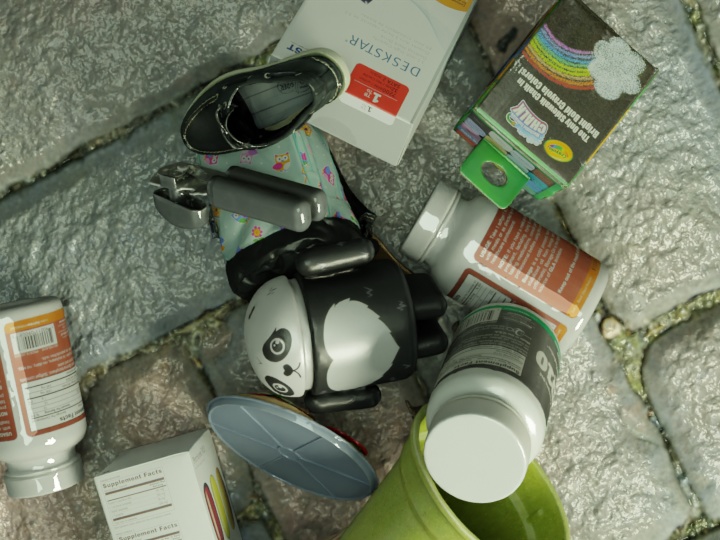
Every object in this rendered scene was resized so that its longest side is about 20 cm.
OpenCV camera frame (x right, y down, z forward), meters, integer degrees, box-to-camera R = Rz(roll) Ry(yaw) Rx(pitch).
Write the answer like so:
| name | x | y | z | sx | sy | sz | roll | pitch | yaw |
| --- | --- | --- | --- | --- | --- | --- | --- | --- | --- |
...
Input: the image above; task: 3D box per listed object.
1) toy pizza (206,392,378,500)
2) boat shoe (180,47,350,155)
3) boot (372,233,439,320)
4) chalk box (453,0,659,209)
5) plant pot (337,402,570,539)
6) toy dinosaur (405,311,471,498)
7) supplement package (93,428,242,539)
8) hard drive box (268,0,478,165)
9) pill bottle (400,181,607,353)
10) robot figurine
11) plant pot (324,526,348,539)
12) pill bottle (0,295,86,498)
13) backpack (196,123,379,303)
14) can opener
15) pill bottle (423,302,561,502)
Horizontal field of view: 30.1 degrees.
| name | x | y | z | sx | sy | sz | roll | pitch | yaw |
| --- | --- | --- | --- | --- | --- | --- | --- | --- | --- |
| toy pizza | -0.069 | 0.180 | 1.407 | 0.199 | 0.200 | 0.032 | 26 | 63 | 1 |
| boat shoe | -0.103 | -0.148 | 1.270 | 0.198 | 0.066 | 0.075 | -13 | 115 | 30 |
| boot | 0.000 | 0.000 | 1.426 | 0.199 | 0.075 | 0.074 | 33 | 101 | 2 |
| chalk box | 0.181 | -0.155 | 1.354 | 0.125 | 0.124 | 0.200 | 40 | 85 | -2 |
| plant pot | 0.075 | 0.265 | 1.330 | 0.200 | 0.200 | 0.184 | 41 | 117 | -1 |
| toy dinosaur | 0.130 | 0.158 | 1.434 | 0.135 | 0.086 | 0.201 | -26 | 100 | -1 |
| supplement package | -0.196 | 0.290 | 1.449 | 0.109 | 0.114 | 0.202 | -16 | 96 | 6 |
| hard drive box | 0.013 | -0.228 | 1.347 | 0.155 | 0.077 | 0.201 | 25 | 59 | 1 |
| pill bottle | 0.146 | -0.006 | 1.389 | 0.199 | 0.112 | 0.113 | 31 | 97 | 0 |
| robot figurine | -0.015 | 0.057 | 1.320 | 0.198 | 0.125 | 0.152 | -8 | 77 | -11 |
| plant pot | -0.022 | 0.383 | 1.418 | 0.199 | 0.200 | 0.178 | -32 | 84 | 6 |
| pill bottle | -0.358 | 0.136 | 1.443 | 0.111 | 0.112 | 0.202 | -10 | 96 | 5 |
| backpack | -0.086 | -0.086 | 1.375 | 0.166 | 0.127 | 0.202 | -21 | 70 | 12 |
| can opener | -0.121 | -0.064 | 1.300 | 0.199 | 0.053 | 0.067 | 17 | 123 | 31 |
| pill bottle | 0.125 | 0.123 | 1.270 | 0.112 | 0.200 | 0.114 | 7 | 118 | 13 |
